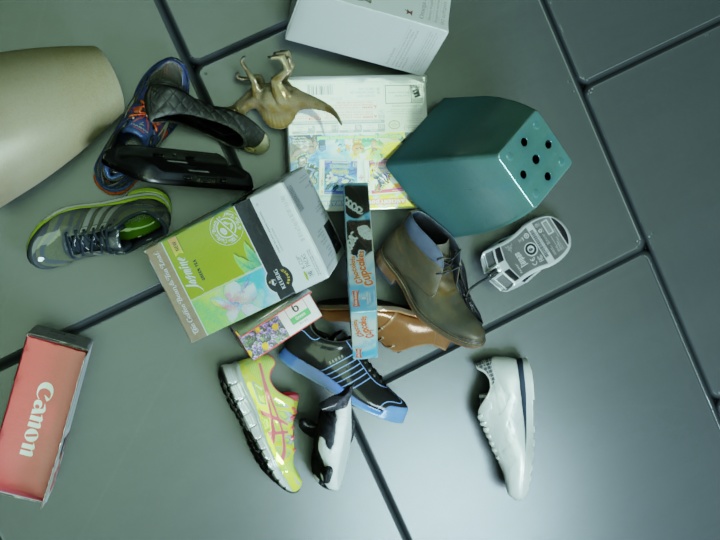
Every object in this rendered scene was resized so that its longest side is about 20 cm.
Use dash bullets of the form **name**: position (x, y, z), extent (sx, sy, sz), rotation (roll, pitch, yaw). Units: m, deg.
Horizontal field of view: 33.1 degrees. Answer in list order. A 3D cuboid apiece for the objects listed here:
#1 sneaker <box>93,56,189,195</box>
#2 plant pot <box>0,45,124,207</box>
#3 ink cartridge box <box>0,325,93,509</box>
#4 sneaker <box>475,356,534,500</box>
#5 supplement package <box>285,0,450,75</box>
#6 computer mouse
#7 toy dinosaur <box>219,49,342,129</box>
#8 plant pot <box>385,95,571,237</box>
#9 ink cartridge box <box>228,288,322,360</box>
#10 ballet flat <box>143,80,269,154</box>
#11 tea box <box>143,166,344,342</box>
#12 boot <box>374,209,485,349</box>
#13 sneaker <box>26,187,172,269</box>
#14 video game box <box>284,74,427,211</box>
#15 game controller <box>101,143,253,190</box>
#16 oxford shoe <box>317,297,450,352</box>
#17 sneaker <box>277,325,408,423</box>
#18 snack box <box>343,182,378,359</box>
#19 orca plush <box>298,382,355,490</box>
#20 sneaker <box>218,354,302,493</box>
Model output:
- **sneaker**: position (-0.282, -0.188, 1.590), extent (0.075, 0.078, 0.201), rotation (27, 87, -11)
- **plant pot**: position (-0.407, -0.204, 1.529), extent (0.199, 0.187, 0.189), rotation (-27, 97, -21)
- **ink cartridge box**: position (-0.406, 0.181, 1.531), extent (0.083, 0.176, 0.202), rotation (16, 88, -11)
- **sneaker**: position (0.204, 0.221, 1.704), extent (0.080, 0.076, 0.202), rotation (-2, 88, 1)
- **supplement package**: position (0.013, -0.358, 1.603), extent (0.198, 0.117, 0.118), rotation (13, 67, -11)
- **computer mouse**: position (0.207, -0.006, 1.697), extent (0.199, 0.044, 0.110), rotation (-29, 83, -15)
- **toy dinosaur**: position (-0.103, -0.237, 1.602), extent (0.198, 0.058, 0.102), rotation (3, 110, 28)
- **plant pot**: position (0.167, -0.139, 1.585), extent (0.142, 0.199, 0.142), rotation (-49, 114, -23)
- **ink cartridge box**: position (-0.110, 0.066, 1.568), extent (0.109, 0.200, 0.051), rotation (-33, 99, -8)
- **ballet flat**: position (-0.201, -0.188, 1.584), extent (0.199, 0.066, 0.057), rotation (21, 64, -39)
- **tea box**: position (-0.140, -0.024, 1.538), extent (0.196, 0.200, 0.134), rotation (-27, 96, 8)
- **boot**: position (0.106, 0.011, 1.619), extent (0.200, 0.097, 0.074), rotation (44, 39, 19)
- **sneaker**: position (-0.337, -0.050, 1.575), extent (0.199, 0.081, 0.074), rotation (-22, 117, -8)
- **video game box**: position (-0.004, -0.173, 1.659), extent (0.198, 0.047, 0.184), rotation (-2, 90, -10)
- **game controller**: position (-0.230, -0.127, 1.548), extent (0.199, 0.104, 0.042), rotation (0, 118, -49)
- **oxford shoe**: position (0.035, 0.076, 1.664), extent (0.198, 0.071, 0.072), rotation (9, 98, -11)
- **sneaker**: position (-0.012, 0.134, 1.655), extent (0.199, 0.070, 0.078), rotation (30, 93, -9)
- **snack box**: position (0.000, 0.000, 1.580), extent (0.037, 0.117, 0.201), rotation (-4, 56, 0)
- **orca plush**: position (-0.054, 0.220, 1.614), extent (0.070, 0.201, 0.106), rotation (16, 60, 10)
- **sneaker**: position (-0.114, 0.204, 1.638), extent (0.090, 0.078, 0.201), rotation (-26, 100, -18)
